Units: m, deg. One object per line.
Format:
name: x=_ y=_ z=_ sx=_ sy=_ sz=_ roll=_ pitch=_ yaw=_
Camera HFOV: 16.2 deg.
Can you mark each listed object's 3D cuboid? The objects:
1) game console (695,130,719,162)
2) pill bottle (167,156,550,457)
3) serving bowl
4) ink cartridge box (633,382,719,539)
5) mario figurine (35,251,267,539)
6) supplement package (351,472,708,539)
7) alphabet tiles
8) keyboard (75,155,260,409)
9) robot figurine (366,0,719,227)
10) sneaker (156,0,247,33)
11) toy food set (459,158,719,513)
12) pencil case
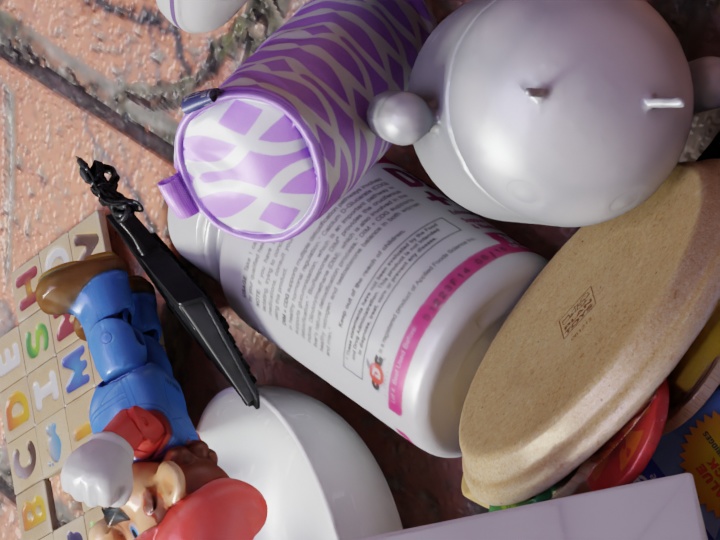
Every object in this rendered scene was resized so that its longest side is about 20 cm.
game console: x=0.219 y=-0.002 z=1.165 sx=0.177 sy=0.031 sz=0.200 roll=52 pitch=125 yaw=22
pill bottle: x=0.000 y=0.000 z=1.299 sx=0.200 sy=0.113 sz=0.114 roll=34 pitch=118 yaw=33
serving bowl: x=-0.024 y=0.157 z=1.361 sx=0.200 sy=0.066 sz=0.201 roll=28 pitch=122 yaw=59
ink cartridge box: x=0.206 y=0.093 z=1.121 sx=0.137 sy=0.076 sz=0.200 roll=51 pitch=126 yaw=2
mario figurine: x=-0.129 y=0.096 z=1.342 sx=0.106 sy=0.123 sz=0.200 roll=-48 pitch=53 yaw=39
supplement package: x=0.084 y=0.207 z=1.031 sx=0.155 sy=0.111 sz=0.200 roll=-11 pitch=52 yaw=6
alphabet tiles: x=-0.164 y=0.075 z=1.489 sx=0.167 sy=0.008 sz=0.200 roll=-32 pitch=63 yaw=44
keyboard: x=-0.105 y=-0.002 z=1.361 sx=0.127 sy=0.021 sz=0.200 roll=57 pitch=174 yaw=-21
robot figurine: x=0.086 y=-0.078 z=1.176 sx=0.200 sy=0.169 sz=0.113 roll=-168 pitch=69 yaw=-79
sneaker: x=-0.028 y=-0.177 z=1.324 sx=0.114 sy=0.073 sz=0.201 roll=50 pitch=126 yaw=19
toy food set: x=0.115 y=0.034 z=1.148 sx=0.049 sy=0.198 sz=0.200 roll=38 pitch=88 yaw=-13
pencil case: x=-0.025 y=-0.080 z=1.239 sx=0.085 sy=0.200 sz=0.084 roll=-27 pitch=100 yaw=30
